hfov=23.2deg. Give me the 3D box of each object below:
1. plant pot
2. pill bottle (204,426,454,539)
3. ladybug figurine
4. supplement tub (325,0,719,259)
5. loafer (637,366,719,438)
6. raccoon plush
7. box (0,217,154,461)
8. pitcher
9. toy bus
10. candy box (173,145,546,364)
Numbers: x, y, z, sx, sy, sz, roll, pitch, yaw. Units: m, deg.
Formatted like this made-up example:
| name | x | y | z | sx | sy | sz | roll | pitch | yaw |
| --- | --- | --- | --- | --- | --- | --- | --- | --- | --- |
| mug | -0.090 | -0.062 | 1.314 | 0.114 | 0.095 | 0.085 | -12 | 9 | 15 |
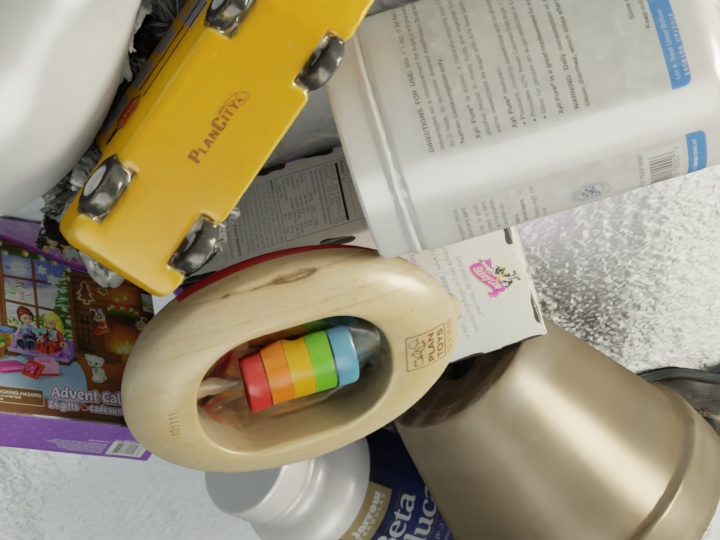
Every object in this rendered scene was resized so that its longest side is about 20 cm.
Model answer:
| name | x | y | z | sx | sy | sz | roll | pitch | yaw |
| --- | --- | --- | --- | --- | --- | --- | --- | --- | --- |
| plant pot | 0.117 | 0.120 | 1.197 | 0.200 | 0.200 | 0.174 | -33 | 116 | 25 |
| pill bottle | -0.013 | 0.160 | 1.266 | 0.111 | 0.111 | 0.200 | -36 | 139 | 28 |
| ladybug figurine | -0.041 | 0.042 | 0.991 | 0.200 | 0.072 | 0.136 | -13 | 127 | -13 |
| supplement tub | 0.089 | -0.093 | 0.935 | 0.200 | 0.132 | 0.132 | -16 | 145 | 4 |
| loafer | 0.255 | 0.114 | 1.325 | 0.200 | 0.072 | 0.073 | -14 | 146 | 3 |
| raccoon plush | -0.111 | -0.079 | 0.962 | 0.097 | 0.134 | 0.200 | 25 | 99 | -22 |
| box | -0.213 | 0.032 | 1.003 | 0.200 | 0.137 | 0.039 | 9 | 140 | -29 |
| pitcher | -0.182 | -0.129 | 0.828 | 0.172 | 0.121 | 0.200 | 34 | 119 | -17 |
| toy bus | -0.069 | -0.089 | 0.854 | 0.065 | 0.078 | 0.200 | 33 | 96 | -24 |
| candy box | 0.000 | 0.000 | 1.085 | 0.200 | 0.072 | 0.168 | -17 | 144 | 6 |
